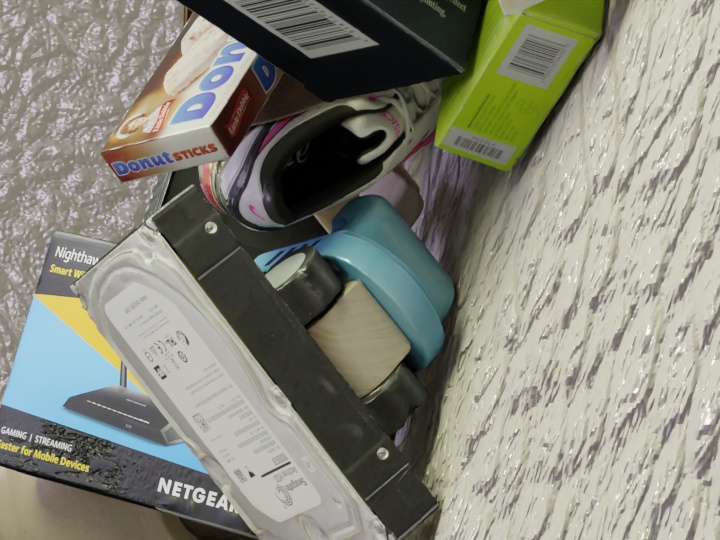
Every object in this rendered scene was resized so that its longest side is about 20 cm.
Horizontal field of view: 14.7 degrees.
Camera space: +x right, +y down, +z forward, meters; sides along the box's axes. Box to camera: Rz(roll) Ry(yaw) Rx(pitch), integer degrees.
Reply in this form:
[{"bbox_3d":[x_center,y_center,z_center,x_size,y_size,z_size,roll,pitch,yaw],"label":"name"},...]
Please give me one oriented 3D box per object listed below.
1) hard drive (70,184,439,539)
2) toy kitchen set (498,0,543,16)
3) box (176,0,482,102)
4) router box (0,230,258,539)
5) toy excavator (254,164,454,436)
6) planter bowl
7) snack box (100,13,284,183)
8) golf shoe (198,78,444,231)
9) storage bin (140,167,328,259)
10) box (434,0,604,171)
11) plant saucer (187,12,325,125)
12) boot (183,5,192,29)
[{"bbox_3d":[-0.057,0.062,1.406,0.038,0.200,0.140,-39,4,-27],"label":"hard drive"},{"bbox_3d":[0.061,-0.228,1.329,0.180,0.199,0.164,-126,12,-71],"label":"toy kitchen set"},{"bbox_3d":[-0.010,-0.210,1.380,0.107,0.148,0.201,-7,60,46],"label":"box"},{"bbox_3d":[-0.116,0.068,1.671,0.051,0.199,0.150,28,-104,-58],"label":"router box"},{"bbox_3d":[0.000,0.000,1.509,0.200,0.100,0.194,-46,16,-28],"label":"toy excavator"},{"bbox_3d":[-0.119,0.128,1.783,0.134,0.200,0.201,-2,69,52],"label":"planter bowl"},{"bbox_3d":[-0.064,-0.118,1.451,0.072,0.024,0.200,-11,33,32],"label":"snack box"},{"bbox_3d":[0.013,-0.083,1.488,0.200,0.073,0.092,-38,27,-12],"label":"golf shoe"},{"bbox_3d":[-0.063,-0.054,1.836,0.094,0.135,0.201,155,134,-79],"label":"storage bin"},{"bbox_3d":[0.090,-0.166,1.409,0.122,0.047,0.201,122,162,-53],"label":"box"},{"bbox_3d":[-0.021,-0.151,1.523,0.199,0.032,0.201,-23,29,14],"label":"plant saucer"},{"bbox_3d":[-0.079,-0.168,1.694,0.097,0.074,0.201,179,105,-77],"label":"boot"}]
